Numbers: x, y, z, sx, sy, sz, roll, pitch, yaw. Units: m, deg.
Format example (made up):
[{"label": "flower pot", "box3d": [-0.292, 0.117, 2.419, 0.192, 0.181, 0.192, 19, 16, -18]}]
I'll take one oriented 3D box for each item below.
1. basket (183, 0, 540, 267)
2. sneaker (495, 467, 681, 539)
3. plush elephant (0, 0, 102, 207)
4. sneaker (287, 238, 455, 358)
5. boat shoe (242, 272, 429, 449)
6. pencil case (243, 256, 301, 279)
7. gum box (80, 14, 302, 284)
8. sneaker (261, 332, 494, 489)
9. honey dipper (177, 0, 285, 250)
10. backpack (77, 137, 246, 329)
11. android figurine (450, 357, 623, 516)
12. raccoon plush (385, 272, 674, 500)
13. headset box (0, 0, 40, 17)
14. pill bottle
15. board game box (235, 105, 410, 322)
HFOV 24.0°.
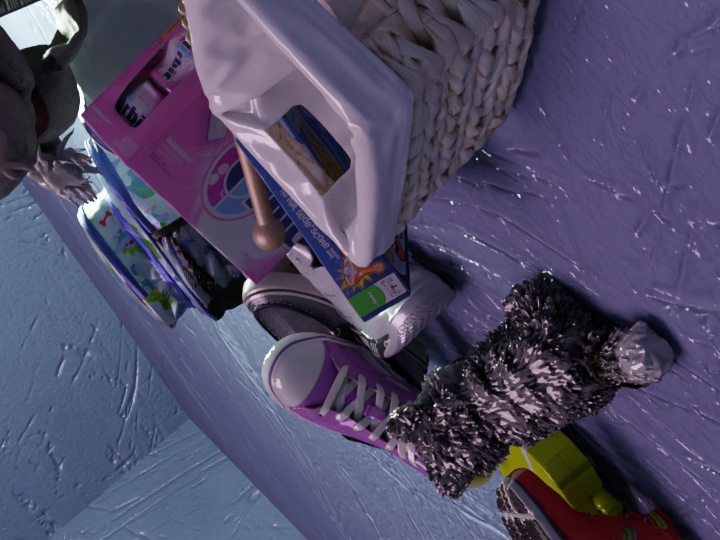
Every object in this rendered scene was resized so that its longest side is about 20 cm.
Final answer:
[{"label": "basket", "box3d": [0.003, -0.112, 0.824, 0.136, 0.123, 0.200, 47, 168, 12]}, {"label": "sneaker", "box3d": [0.180, 0.196, 1.190, 0.200, 0.085, 0.077, 40, 166, -11]}, {"label": "plush elephant", "box3d": [-0.261, -0.120, 1.189, 0.199, 0.166, 0.155, 20, -155, -4]}, {"label": "sneaker", "box3d": [0.000, 0.000, 1.282, 0.115, 0.075, 0.200, 49, 172, -7]}, {"label": "boat shoe", "box3d": [-0.019, 0.078, 1.400, 0.199, 0.093, 0.074, 28, 143, -34]}, {"label": "pencil case", "box3d": [-0.057, -0.012, 1.432, 0.078, 0.089, 0.200, 55, 177, 42]}, {"label": "gum box", "box3d": [-0.094, -0.088, 1.173, 0.066, 0.114, 0.200, 44, 179, 35]}, {"label": "sneaker", "box3d": [0.024, 0.111, 1.316, 0.200, 0.073, 0.114, 26, 180, -29]}, {"label": "honey dipper", "box3d": [-0.081, -0.099, 1.080, 0.038, 0.038, 0.201, 34, 143, 52]}, {"label": "backpack", "box3d": [-0.178, -0.052, 1.563, 0.201, 0.146, 0.183, 57, 178, -11]}, {"label": "android figurine", "box3d": [0.140, 0.146, 1.299, 0.200, 0.041, 0.183, 40, 164, 48]}, {"label": "raccoon plush", "box3d": [0.092, 0.073, 1.026, 0.097, 0.134, 0.200, 50, 168, 4]}, {"label": "headset box", "box3d": [-0.262, -0.241, 1.189, 0.075, 0.199, 0.149, 63, 170, 11]}, {"label": "pill bottle", "box3d": [-0.170, -0.151, 1.339, 0.120, 0.120, 0.200, 49, 167, 5]}, {"label": "board game box", "box3d": [-0.020, -0.070, 1.037, 0.136, 0.034, 0.200, 55, -166, -21]}]
